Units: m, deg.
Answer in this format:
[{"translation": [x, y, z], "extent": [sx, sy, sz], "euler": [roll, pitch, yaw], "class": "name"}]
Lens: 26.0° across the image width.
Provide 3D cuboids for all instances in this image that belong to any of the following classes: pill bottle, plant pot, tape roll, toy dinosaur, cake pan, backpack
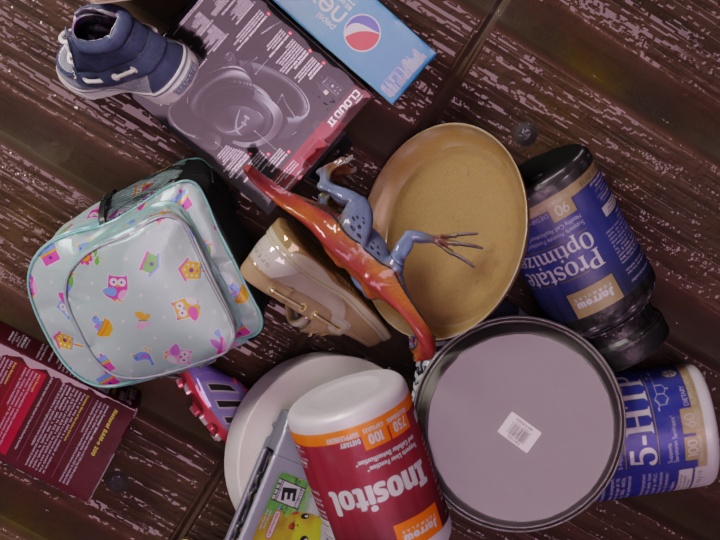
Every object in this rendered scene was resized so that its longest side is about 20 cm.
[{"translation": [0.016, 0.200, 1.396], "extent": [0.112, 0.113, 0.201], "euler": [-19, 103, 1], "class": "pill bottle"}, {"translation": [0.080, -0.034, 1.431], "extent": [0.027, 0.200, 0.201], "euler": [11, 106, -45], "class": "plant pot"}, {"translation": [-0.033, 0.179, 1.492], "extent": [0.202, 0.037, 0.204], "euler": [-2, 94, -27], "class": "tape roll"}, {"translation": [0.000, 0.000, 1.381], "extent": [0.199, 0.182, 0.105], "euler": [-3, 145, -25], "class": "toy dinosaur"}, {"translation": [0.208, -0.009, 1.464], "extent": [0.112, 0.112, 0.201], "euler": [-30, 103, 4], "class": "pill bottle"}, {"translation": [0.233, 0.161, 1.502], "extent": [0.199, 0.120, 0.120], "euler": [-8, 104, -2], "class": "pill bottle"}, {"translation": [0.145, 0.142, 1.426], "extent": [0.199, 0.037, 0.201], "euler": [0, 91, 3], "class": "cake pan"}, {"translation": [-0.200, 0.016, 1.421], "extent": [0.199, 0.153, 0.176], "euler": [-20, 108, 16], "class": "backpack"}]

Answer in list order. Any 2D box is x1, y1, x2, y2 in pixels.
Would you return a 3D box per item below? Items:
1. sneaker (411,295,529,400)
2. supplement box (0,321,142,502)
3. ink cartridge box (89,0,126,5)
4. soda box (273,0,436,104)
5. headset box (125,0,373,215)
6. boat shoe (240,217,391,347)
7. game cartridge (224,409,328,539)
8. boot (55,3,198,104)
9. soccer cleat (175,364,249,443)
[{"translation": [0.069, 0.094, 1.485], "extent": [0.108, 0.070, 0.200], "euler": [40, 77, -13], "class": "sneaker"}, {"translation": [-0.321, 0.125, 1.486], "extent": [0.199, 0.061, 0.109], "euler": [28, 101, -9], "class": "supplement box"}, {"translation": [-0.201, -0.316, 1.320], "extent": [0.075, 0.200, 0.166], "euler": [-11, 103, -1], "class": "ink cartridge box"}, {"translation": [-0.026, -0.241, 1.416], "extent": [0.200, 0.068, 0.064], "euler": [41, 98, -12], "class": "soda box"}, {"translation": [-0.095, -0.161, 1.426], "extent": [0.200, 0.077, 0.149], "euler": [40, 99, -12], "class": "headset box"}, {"translation": [-0.043, 0.023, 1.443], "extent": [0.069, 0.074, 0.200], "euler": [-39, 137, 8], "class": "boat shoe"}, {"translation": [-0.054, 0.244, 1.447], "extent": [0.133, 0.040, 0.201], "euler": [25, 83, -29], "class": "game cartridge"}, {"translation": [-0.226, -0.197, 1.346], "extent": [0.090, 0.200, 0.073], "euler": [36, 74, -39], "class": "boot"}, {"translation": [-0.105, 0.150, 1.511], "extent": [0.076, 0.067, 0.200], "euler": [-37, 104, -11], "class": "soccer cleat"}]
